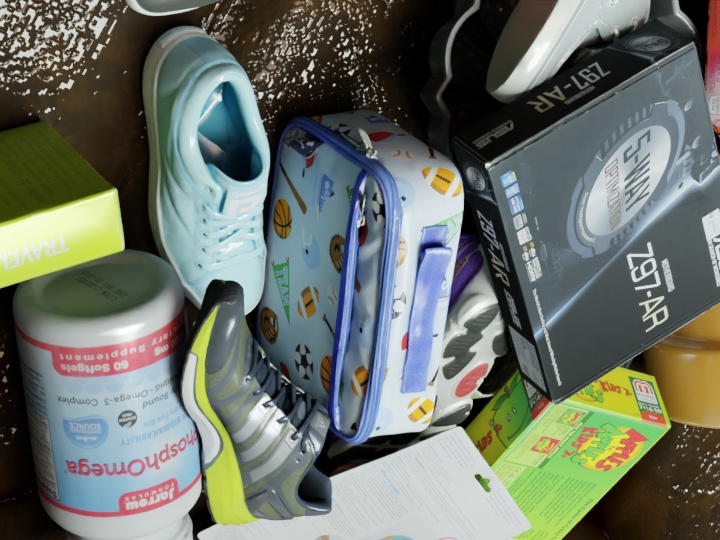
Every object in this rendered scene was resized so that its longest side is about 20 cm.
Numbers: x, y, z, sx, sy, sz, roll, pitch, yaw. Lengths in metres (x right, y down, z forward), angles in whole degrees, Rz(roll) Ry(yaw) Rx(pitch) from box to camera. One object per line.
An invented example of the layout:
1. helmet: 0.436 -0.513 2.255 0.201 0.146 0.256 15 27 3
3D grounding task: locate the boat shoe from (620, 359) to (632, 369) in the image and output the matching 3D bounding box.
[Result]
1. boat shoe: 0.168 0.048 1.747 0.056 0.069 0.201 7 114 -39

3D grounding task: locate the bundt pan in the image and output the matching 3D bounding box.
1. bundt pan: 0.126 -0.114 1.616 0.200 0.076 0.204 -2 95 -23

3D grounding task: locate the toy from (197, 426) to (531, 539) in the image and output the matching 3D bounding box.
1. toy: 0.001 0.164 1.667 0.199 0.047 0.115 -25 130 14

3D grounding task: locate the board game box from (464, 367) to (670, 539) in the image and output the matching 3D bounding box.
1. board game box: 0.114 0.142 1.707 0.101 0.048 0.200 15 131 -31

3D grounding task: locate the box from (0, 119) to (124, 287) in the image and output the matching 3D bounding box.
1. box: -0.251 -0.025 1.425 0.199 0.122 0.048 -18 121 -23

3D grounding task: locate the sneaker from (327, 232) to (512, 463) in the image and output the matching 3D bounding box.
1. sneaker: 0.041 0.055 1.651 0.080 0.084 0.200 6 133 -41

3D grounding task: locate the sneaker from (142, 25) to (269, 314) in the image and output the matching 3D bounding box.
1. sneaker: -0.090 -0.048 1.535 0.073 0.082 0.201 -23 121 -19

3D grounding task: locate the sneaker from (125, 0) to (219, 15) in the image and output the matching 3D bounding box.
1. sneaker: -0.044 -0.200 1.483 0.199 0.099 0.071 -27 125 -16

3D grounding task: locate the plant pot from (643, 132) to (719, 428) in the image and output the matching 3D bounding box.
1. plant pot: 0.292 -0.004 1.728 0.199 0.200 0.185 -13 102 -25

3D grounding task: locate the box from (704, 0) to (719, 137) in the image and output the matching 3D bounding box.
1. box: 0.286 -0.186 1.621 0.095 0.099 0.202 26 66 -71

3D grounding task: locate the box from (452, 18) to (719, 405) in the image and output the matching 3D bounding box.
1. box: 0.154 -0.035 1.555 0.160 0.044 0.201 -30 128 -16

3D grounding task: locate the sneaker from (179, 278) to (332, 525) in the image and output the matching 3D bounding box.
1. sneaker: -0.061 0.083 1.533 0.080 0.074 0.201 2 136 12

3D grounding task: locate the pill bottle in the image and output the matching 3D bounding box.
1. pill bottle: -0.155 0.097 1.546 0.108 0.109 0.201 -17 119 -23

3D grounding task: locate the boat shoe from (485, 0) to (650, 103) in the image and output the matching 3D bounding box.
1. boat shoe: 0.155 -0.178 1.543 0.071 0.070 0.202 37 77 -16

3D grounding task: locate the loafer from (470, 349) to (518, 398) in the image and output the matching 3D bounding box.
1. loafer: 0.118 0.010 1.693 0.075 0.068 0.201 28 95 -36

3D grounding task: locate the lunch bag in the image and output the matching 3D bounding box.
1. lunch bag: 0.000 0.000 1.562 0.075 0.160 0.202 -7 116 -28
